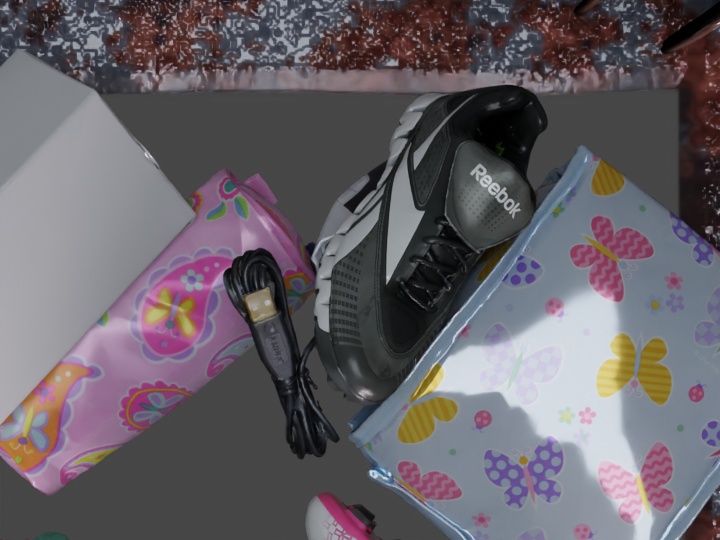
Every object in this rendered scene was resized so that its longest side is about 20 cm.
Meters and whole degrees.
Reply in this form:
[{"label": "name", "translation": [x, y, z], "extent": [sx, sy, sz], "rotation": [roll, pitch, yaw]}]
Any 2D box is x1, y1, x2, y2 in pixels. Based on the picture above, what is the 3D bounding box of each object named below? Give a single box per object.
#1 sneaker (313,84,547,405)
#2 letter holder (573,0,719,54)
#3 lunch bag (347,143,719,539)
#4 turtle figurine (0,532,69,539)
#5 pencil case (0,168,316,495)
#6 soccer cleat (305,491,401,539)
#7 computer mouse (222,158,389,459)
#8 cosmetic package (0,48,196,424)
[{"label": "sneaker", "translation": [0.040, -0.022, 1.285], "extent": [0.066, 0.090, 0.200], "rotation": [43, 51, -24]}, {"label": "letter holder", "translation": [0.144, -0.158, 1.301], "extent": [0.142, 0.200, 0.101], "rotation": [-38, 91, 1]}, {"label": "lunch bag", "translation": [0.110, 0.065, 1.346], "extent": [0.169, 0.127, 0.200], "rotation": [37, 80, -1]}, {"label": "turtle figurine", "translation": [-0.160, 0.215, 1.361], "extent": [0.149, 0.101, 0.201], "rotation": [-2, 107, 14]}, {"label": "pencil case", "translation": [-0.116, 0.031, 1.367], "extent": [0.200, 0.087, 0.087], "rotation": [-39, 91, 0]}, {"label": "soccer cleat", "translation": [0.022, 0.213, 1.375], "extent": [0.086, 0.070, 0.200], "rotation": [-40, 91, 1]}, {"label": "computer mouse", "translation": [0.000, 0.000, 1.343], "extent": [0.044, 0.200, 0.110], "rotation": [-7, 117, 41]}, {"label": "cosmetic package", "translation": [-0.194, 0.000, 1.304], "extent": [0.200, 0.085, 0.108], "rotation": [-47, 132, -15]}]
